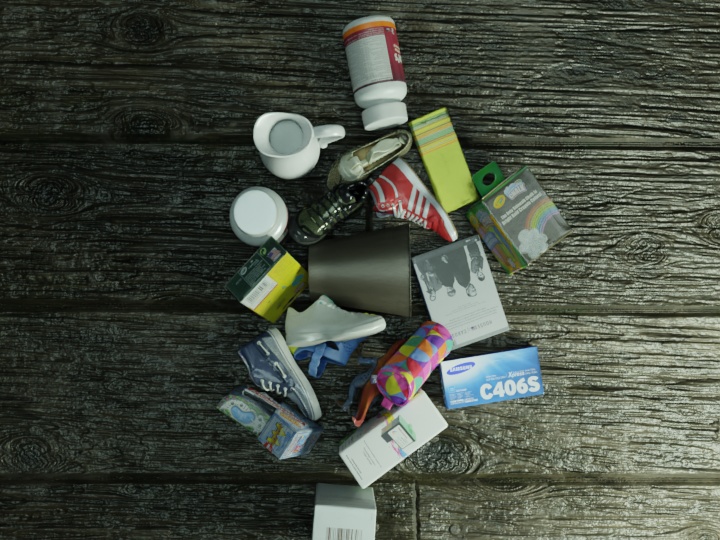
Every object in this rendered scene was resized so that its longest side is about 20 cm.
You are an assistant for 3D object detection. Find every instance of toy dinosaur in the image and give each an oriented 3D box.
[{"bbox_3d":[0.041,0.213,1.592,0.182,0.200,0.105,-45,114,-4],"label":"toy dinosaur"}]

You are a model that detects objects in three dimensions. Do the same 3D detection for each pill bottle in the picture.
[{"bbox_3d":[0.033,-0.389,1.638,0.107,0.110,0.204,-11,88,-1],"label":"pill bottle"},{"bbox_3d":[-0.191,-0.099,1.575,0.108,0.200,0.113,0,87,-1],"label":"pill bottle"}]

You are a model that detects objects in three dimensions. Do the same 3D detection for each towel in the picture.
[{"bbox_3d":[0.169,-0.223,1.681,0.085,0.018,0.204,-21,89,4],"label":"towel"}]

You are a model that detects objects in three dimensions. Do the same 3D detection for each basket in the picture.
[{"bbox_3d":[0.000,0.000,1.611,0.195,0.136,0.185,0,87,3],"label":"basket"}]

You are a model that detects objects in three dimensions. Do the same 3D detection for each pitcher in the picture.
[{"bbox_3d":[-0.114,-0.244,1.583,0.168,0.200,0.124,-2,87,-2],"label":"pitcher"}]

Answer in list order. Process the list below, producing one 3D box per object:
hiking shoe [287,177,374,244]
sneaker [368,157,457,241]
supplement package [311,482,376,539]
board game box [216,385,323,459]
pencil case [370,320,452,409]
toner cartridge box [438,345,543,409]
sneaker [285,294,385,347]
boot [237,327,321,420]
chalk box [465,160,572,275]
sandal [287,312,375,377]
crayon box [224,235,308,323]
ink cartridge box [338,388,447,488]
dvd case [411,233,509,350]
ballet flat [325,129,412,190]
[{"bbox_3d":[-0.059,-0.125,1.592,0.076,0.101,0.199,46,53,10],"label":"hiking shoe"},{"bbox_3d":[0.098,-0.115,1.645,0.112,0.071,0.201,-38,81,-6],"label":"sneaker"},{"bbox_3d":[-0.033,0.480,1.550,0.114,0.200,0.120,4,87,-1],"label":"supplement package"},{"bbox_3d":[-0.168,0.284,1.557,0.198,0.200,0.062,34,88,0],"label":"board game box"},{"bbox_3d":[0.102,0.176,1.570,0.089,0.088,0.200,50,43,1],"label":"pencil case"},{"bbox_3d":[0.260,0.213,1.647,0.196,0.043,0.097,-9,86,-1],"label":"toner cartridge box"},{"bbox_3d":[-0.051,0.089,1.559,0.196,0.075,0.091,-8,78,11],"label":"sneaker"},{"bbox_3d":[-0.160,0.219,1.616,0.089,0.073,0.202,-27,79,-23],"label":"boot"},{"bbox_3d":[0.293,-0.114,1.616,0.123,0.124,0.202,-35,87,-12],"label":"chalk box"},{"bbox_3d":[-0.041,0.148,1.620,0.197,0.080,0.088,-23,65,6],"label":"sandal"},{"bbox_3d":[-0.170,0.023,1.581,0.051,0.200,0.127,42,86,20],"label":"crayon box"},{"bbox_3d":[0.060,0.314,1.587,0.198,0.145,0.085,-36,88,-2],"label":"ink cartridge box"},{"bbox_3d":[0.200,0.047,1.663,0.147,0.025,0.204,-18,88,-2],"label":"dvd case"},{"bbox_3d":[0.016,-0.227,1.647,0.197,0.075,0.069,-29,89,-2],"label":"ballet flat"}]
